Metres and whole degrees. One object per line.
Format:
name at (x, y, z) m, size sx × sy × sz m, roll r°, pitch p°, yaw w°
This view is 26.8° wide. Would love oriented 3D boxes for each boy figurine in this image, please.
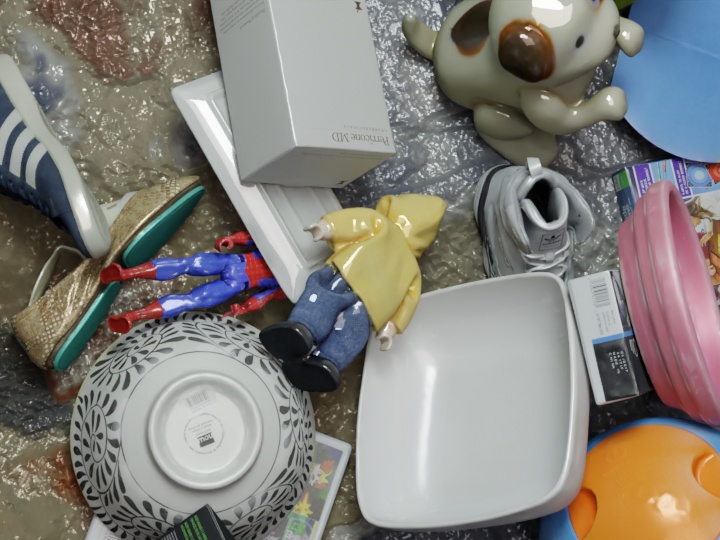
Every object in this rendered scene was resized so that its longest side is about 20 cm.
boy figurine at (0.000, 0.000, 1.217) m, size 0.125 × 0.064 × 0.201 m, roll 52°, pitch 55°, yaw -23°

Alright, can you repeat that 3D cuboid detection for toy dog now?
toy dog at (0.142, -0.194, 1.240) m, size 0.193 × 0.200 × 0.140 m, roll 32°, pitch 77°, yaw -6°

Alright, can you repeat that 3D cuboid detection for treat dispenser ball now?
treat dispenser ball at (0.243, 0.219, 1.208) m, size 0.199 × 0.201 × 0.203 m, roll 1°, pitch 83°, yaw -11°

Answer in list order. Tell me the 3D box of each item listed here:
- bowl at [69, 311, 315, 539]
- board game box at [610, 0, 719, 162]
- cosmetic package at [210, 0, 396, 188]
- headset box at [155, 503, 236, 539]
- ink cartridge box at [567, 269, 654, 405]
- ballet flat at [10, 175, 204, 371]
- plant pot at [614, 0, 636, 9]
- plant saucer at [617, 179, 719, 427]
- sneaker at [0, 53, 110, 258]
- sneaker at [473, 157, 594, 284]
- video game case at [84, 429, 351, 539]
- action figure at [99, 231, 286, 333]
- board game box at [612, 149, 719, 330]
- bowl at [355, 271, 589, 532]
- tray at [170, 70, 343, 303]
bowl at (-0.124, 0.127, 1.179) m, size 0.199 × 0.094 × 0.203 m, roll 2°, pitch 82°, yaw -12°
board game box at (0.305, -0.189, 1.352) m, size 0.157 × 0.039 × 0.202 m, roll 18°, pitch 78°, yaw -6°
cosmetic package at (-0.051, -0.175, 1.228) m, size 0.107 × 0.085 × 0.202 m, roll -1°, pitch 72°, yaw -39°
headset box at (-0.130, 0.302, 1.131) m, size 0.199 × 0.093 × 0.175 m, roll -34°, pitch 117°, yaw -5°
ink cartridge box at (0.215, 0.050, 1.230) m, size 0.039 × 0.200 × 0.100 m, roll -15°, pitch 86°, yaw 18°
ballet flat at (-0.209, -0.013, 1.217) m, size 0.065 × 0.071 × 0.200 m, roll 36°, pitch 74°, yaw 10°
plant pot at (0.191, -0.330, 1.274) m, size 0.180 × 0.200 × 0.201 m, roll 23°, pitch 78°, yaw -15°
plant saucer at (0.252, 0.030, 1.216) m, size 0.050 × 0.200 × 0.203 m, roll -15°, pitch 86°, yaw 18°
sneaker at (-0.269, -0.075, 1.192) m, size 0.084 × 0.075 × 0.201 m, roll -31°, pitch 63°, yaw -8°
sneaker at (0.150, 0.002, 1.260) m, size 0.074 × 0.115 × 0.202 m, roll -13°, pitch 86°, yaw -12°
video game case at (-0.123, 0.206, 1.228) m, size 0.181 × 0.022 × 0.202 m, roll 22°, pitch 78°, yaw -8°
action figure at (-0.109, 0.005, 1.220) m, size 0.199 × 0.051 × 0.066 m, roll -14°, pitch 92°, yaw -37°
board game box at (0.310, -0.003, 1.333) m, size 0.134 × 0.034 × 0.202 m, roll -10°, pitch 84°, yaw -13°
bowl at (0.098, 0.114, 1.206) m, size 0.075 × 0.198 × 0.202 m, roll 35°, pitch 51°, yaw -46°
tray at (-0.068, -0.080, 1.248) m, size 0.107 × 0.022 × 0.201 m, roll -30°, pitch 90°, yaw -47°
